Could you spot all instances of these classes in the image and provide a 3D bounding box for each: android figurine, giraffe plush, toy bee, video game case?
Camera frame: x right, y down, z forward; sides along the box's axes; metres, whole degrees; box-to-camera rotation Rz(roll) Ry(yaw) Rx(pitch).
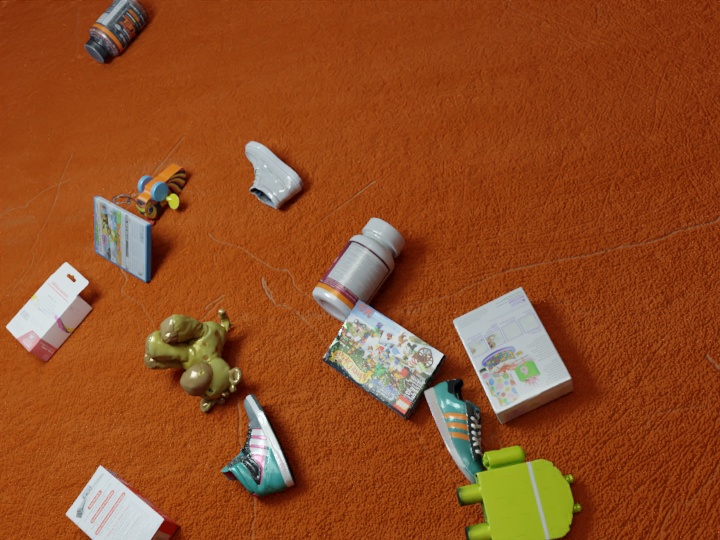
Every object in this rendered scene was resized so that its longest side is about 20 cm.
[{"bbox_3d":[0.259,0.379,1.235,0.196,0.041,0.185,-11,71,-6],"label":"android figurine"},{"bbox_3d":[-0.322,0.192,1.541,0.197,0.173,0.164,-11,61,-28],"label":"giraffe plush"},{"bbox_3d":[-0.508,-0.174,1.853,0.197,0.110,0.131,-22,42,-24],"label":"toy bee"},{"bbox_3d":[-0.559,-0.075,1.789,0.198,0.146,0.018,25,30,31],"label":"video game case"}]

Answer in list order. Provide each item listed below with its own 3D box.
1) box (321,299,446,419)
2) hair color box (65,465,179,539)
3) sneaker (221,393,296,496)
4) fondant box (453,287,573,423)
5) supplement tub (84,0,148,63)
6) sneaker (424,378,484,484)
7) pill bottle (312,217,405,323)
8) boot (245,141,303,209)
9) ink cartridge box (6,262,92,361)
[{"bbox_3d":[0.044,0.166,1.432,0.198,0.038,0.138,31,85,21],"label":"box"},{"bbox_3d":[-0.455,0.476,1.454,0.198,0.064,0.112,26,73,29],"label":"hair color box"},{"bbox_3d":[-0.211,0.340,1.437,0.119,0.084,0.201,-26,56,-8],"label":"sneaker"},{"bbox_3d":[0.272,0.151,1.373,0.142,0.058,0.202,-25,54,4],"label":"fondant box"},{"bbox_3d":[-0.718,-0.705,2.232,0.106,0.107,0.202,24,72,30],"label":"supplement tub"},{"bbox_3d":[0.182,0.276,1.332,0.079,0.072,0.202,-29,53,7],"label":"sneaker"},{"bbox_3d":[0.000,0.000,1.541,0.109,0.110,0.201,26,72,31],"label":"pill bottle"},{"bbox_3d":[-0.229,-0.222,1.779,0.095,0.074,0.199,-42,56,-16],"label":"boot"},{"bbox_3d":[-0.709,0.094,1.774,0.116,0.068,0.201,31,76,32],"label":"ink cartridge box"}]
